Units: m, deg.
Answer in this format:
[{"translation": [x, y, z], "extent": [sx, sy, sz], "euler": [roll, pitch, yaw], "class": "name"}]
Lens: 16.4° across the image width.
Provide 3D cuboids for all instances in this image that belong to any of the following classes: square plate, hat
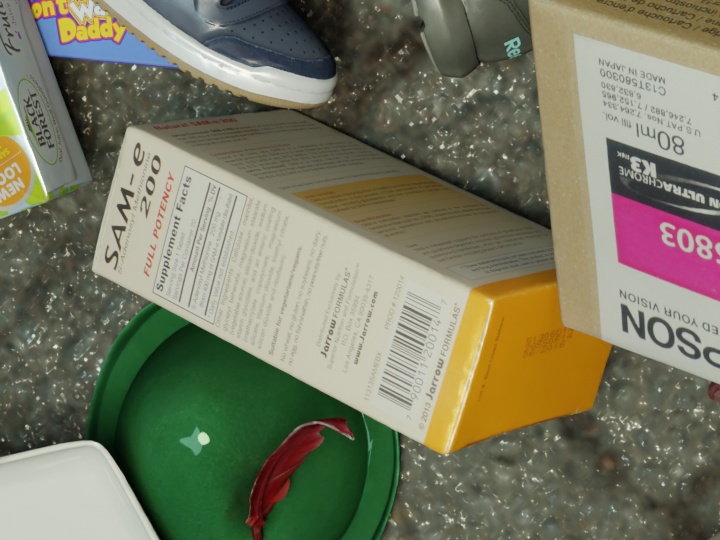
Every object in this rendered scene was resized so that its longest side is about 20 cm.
[{"translation": [-0.158, 0.161, 1.218], "extent": [0.199, 0.029, 0.199], "euler": [-10, 123, 29], "class": "square plate"}, {"translation": [-0.082, 0.094, 1.137], "extent": [0.165, 0.176, 0.201], "euler": [30, 110, 12], "class": "hat"}]

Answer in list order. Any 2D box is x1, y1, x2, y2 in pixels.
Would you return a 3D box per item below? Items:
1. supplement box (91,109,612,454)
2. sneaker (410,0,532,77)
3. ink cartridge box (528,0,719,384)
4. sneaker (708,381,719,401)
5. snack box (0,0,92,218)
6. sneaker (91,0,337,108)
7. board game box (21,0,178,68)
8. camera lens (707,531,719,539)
[{"translation": [0.000, 0.000, 1.092], "extent": [0.199, 0.126, 0.074], "euler": [26, 110, 30], "class": "supplement box"}, {"translation": [0.048, -0.189, 1.097], "extent": [0.079, 0.075, 0.202], "euler": [-11, 104, 8], "class": "sneaker"}, {"translation": [0.167, -0.030, 0.952], "extent": [0.199, 0.075, 0.166], "euler": [20, 135, 34], "class": "ink cartridge box"}, {"translation": [0.146, -0.032, 1.083], "extent": [0.115, 0.076, 0.201], "euler": [-17, 95, 26], "class": "sneaker"}, {"translation": [-0.226, -0.111, 1.167], "extent": [0.141, 0.053, 0.201], "euler": [-17, 95, 24], "class": "snack box"}, {"translation": [-0.076, -0.162, 1.091], "extent": [0.199, 0.070, 0.109], "euler": [36, 113, 13], "class": "sneaker"}, {"translation": [-0.136, -0.169, 1.174], "extent": [0.198, 0.045, 0.136], "euler": [7, 104, 19], "class": "board game box"}, {"translation": [0.211, 0.166, 1.052], "extent": [0.200, 0.160, 0.160], "euler": [-38, 87, 23], "class": "camera lens"}]
